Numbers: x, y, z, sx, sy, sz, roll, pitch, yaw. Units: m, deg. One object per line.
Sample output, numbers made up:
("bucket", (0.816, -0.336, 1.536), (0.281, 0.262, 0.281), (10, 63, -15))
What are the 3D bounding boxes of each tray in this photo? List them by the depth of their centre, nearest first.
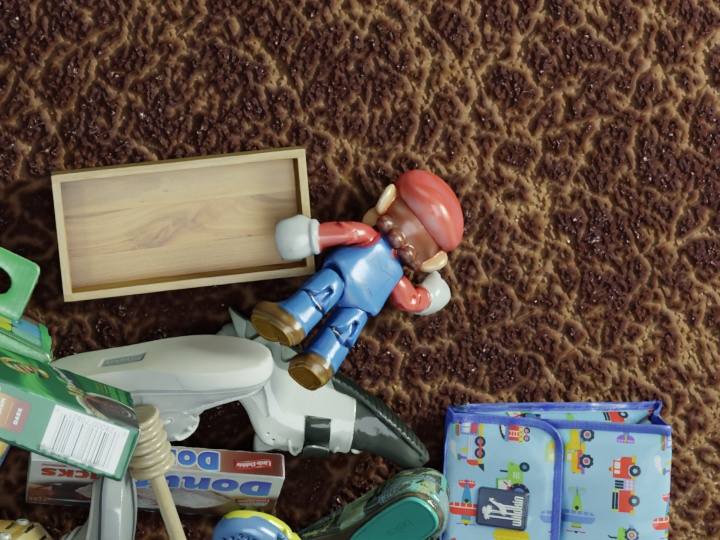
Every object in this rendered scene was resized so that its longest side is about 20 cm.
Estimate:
("tray", (-0.139, -0.038, 1.521), (0.198, 0.037, 0.100), (-6, 99, -8))

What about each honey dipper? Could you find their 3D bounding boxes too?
("honey dipper", (-0.142, 0.197, 1.491), (0.038, 0.038, 0.202), (-20, 114, -6))

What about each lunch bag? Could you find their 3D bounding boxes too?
("lunch bag", (0.150, 0.188, 1.588), (0.198, 0.094, 0.152), (1, 99, 3))

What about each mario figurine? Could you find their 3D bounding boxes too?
("mario figurine", (0.000, 0.000, 1.518), (0.200, 0.106, 0.124), (-45, 148, -23))

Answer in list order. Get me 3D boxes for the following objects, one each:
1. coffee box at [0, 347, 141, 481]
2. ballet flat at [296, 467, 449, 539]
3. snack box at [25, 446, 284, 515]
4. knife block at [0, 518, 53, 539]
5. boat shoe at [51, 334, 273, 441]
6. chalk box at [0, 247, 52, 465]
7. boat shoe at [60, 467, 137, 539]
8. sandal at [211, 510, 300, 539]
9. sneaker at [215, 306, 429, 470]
("coffee box", (-0.254, 0.083, 1.351), (0.198, 0.123, 0.044), (21, 94, -12))
("ballet flat", (-0.004, 0.218, 1.558), (0.199, 0.074, 0.075), (-29, 104, 27))
("snack box", (-0.163, 0.164, 1.529), (0.198, 0.072, 0.025), (5, 54, -10))
("knife block", (-0.341, 0.279, 1.491), (0.198, 0.064, 0.178), (2, 97, 8))
("boat shoe", (-0.158, 0.099, 1.499), (0.198, 0.072, 0.069), (-9, 112, 11))
("chalk box", (-0.310, 0.077, 1.462), (0.124, 0.124, 0.202), (25, 93, -13))
("boat shoe", (-0.215, 0.237, 1.514), (0.065, 0.072, 0.202), (10, 123, 0))
("sandal", (-0.073, 0.284, 1.525), (0.079, 0.087, 0.202), (-8, 111, 23))
("sneaker", (-0.042, 0.118, 1.544), (0.199, 0.074, 0.089), (32, 91, -3))
